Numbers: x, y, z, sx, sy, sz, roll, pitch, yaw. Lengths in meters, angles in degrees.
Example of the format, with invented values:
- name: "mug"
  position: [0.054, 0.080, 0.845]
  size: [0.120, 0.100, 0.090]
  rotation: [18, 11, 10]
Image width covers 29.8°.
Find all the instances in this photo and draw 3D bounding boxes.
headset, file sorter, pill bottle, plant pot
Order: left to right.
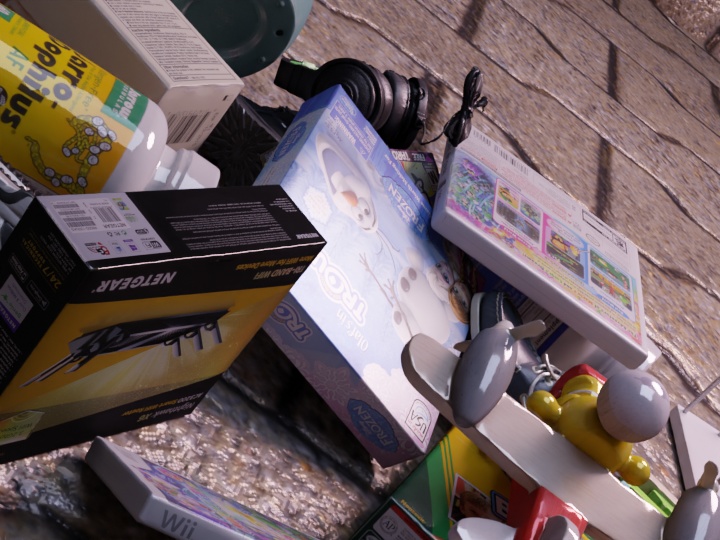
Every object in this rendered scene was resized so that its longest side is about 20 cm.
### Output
- name: "pill bottle"
  position: [-0.197, -0.083, 0.876]
  size: [0.200, 0.113, 0.113]
  rotation: [33, 27, -16]
- name: "plant pot"
  position: [-0.127, -0.262, 1.168]
  size: [0.200, 0.201, 0.161]
  rotation: [21, 41, -34]
- name: "headset"
  position: [0.017, -0.152, 1.144]
  size: [0.200, 0.094, 0.123]
  rotation: [29, 14, 38]
- name: "pill bottle"
  position: [0.163, 0.029, 1.180]
  size: [0.200, 0.112, 0.112]
  rotation: [45, 27, 10]
- name: "file sorter"
  position: [0.409, 0.183, 1.255]
  size: [0.200, 0.125, 0.139]
  rotation: [33, 27, -14]

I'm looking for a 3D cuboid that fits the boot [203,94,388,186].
- name: "boot"
  position: [-0.033, -0.081, 1.157]
  size: [0.200, 0.066, 0.165]
  rotation: [13, 39, -51]

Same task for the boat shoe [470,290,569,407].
- name: "boat shoe"
  position: [0.135, 0.105, 1.009]
  size: [0.075, 0.062, 0.201]
  rotation: [8, 63, -56]

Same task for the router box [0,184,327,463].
- name: "router box"
  position: [-0.130, 0.028, 0.744]
  size: [0.052, 0.157, 0.200]
  rotation: [50, 28, 19]

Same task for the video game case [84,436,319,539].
- name: "video game case"
  position: [-0.047, 0.151, 0.736]
  size: [0.199, 0.018, 0.143]
  rotation: [29, -6, -21]

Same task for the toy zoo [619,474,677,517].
- name: "toy zoo"
  position: [0.234, 0.235, 1.060]
  size: [0.131, 0.020, 0.200]
  rotation: [45, 27, 8]

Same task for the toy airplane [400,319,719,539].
- name: "toy airplane"
  position: [0.134, 0.120, 0.835]
  size: [0.199, 0.141, 0.200]
  rotation: [15, 35, -42]

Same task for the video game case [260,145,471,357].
- name: "video game case"
  position: [0.019, -0.010, 1.066]
  size: [0.200, 0.036, 0.182]
  rotation: [-1, 71, -54]

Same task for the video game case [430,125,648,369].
- name: "video game case"
  position: [0.147, -0.026, 1.097]
  size: [0.200, 0.024, 0.182]
  rotation: [35, 28, -11]

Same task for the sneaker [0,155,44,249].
- name: "sneaker"
  position: [-0.243, -0.048, 0.770]
  size: [0.200, 0.080, 0.074]
  rotation: [46, -1, -7]

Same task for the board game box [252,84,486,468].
- name: "board game box"
  position: [0.000, 0.000, 0.964]
  size: [0.200, 0.043, 0.199]
  rotation: [51, 38, -21]

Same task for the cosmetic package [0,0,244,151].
- name: "cosmetic package"
  position: [-0.199, -0.181, 1.052]
  size: [0.200, 0.087, 0.103]
  rotation: [50, 29, 16]

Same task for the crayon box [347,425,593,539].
- name: "crayon box"
  position: [0.106, 0.202, 0.898]
  size: [0.200, 0.058, 0.172]
  rotation: [44, 26, 7]
